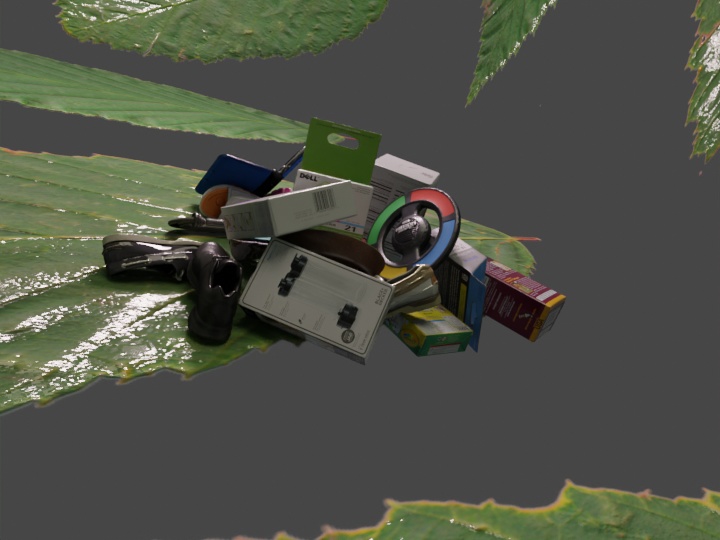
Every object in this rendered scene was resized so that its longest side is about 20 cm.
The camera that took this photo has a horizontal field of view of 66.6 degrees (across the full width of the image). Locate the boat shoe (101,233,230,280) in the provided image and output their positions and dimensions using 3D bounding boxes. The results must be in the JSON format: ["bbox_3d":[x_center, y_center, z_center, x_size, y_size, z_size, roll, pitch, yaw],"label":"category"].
[{"bbox_3d":[-0.299,-0.010,0.857,0.199,0.073,0.063,8,66,-40],"label":"boat shoe"}]

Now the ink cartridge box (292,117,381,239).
[{"bbox_3d":[-0.048,-0.173,1.029,0.147,0.201,0.076,12,11,-6],"label":"ink cartridge box"}]

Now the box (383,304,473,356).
[{"bbox_3d":[0.088,0.074,0.965,0.117,0.049,0.200,1,29,-36],"label":"box"}]

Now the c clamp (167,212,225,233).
[{"bbox_3d":[-0.246,-0.086,1.012,0.199,0.027,0.171,2,-1,-29],"label":"c clamp"}]

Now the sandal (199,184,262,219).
[{"bbox_3d":[-0.226,-0.120,1.134,0.206,0.079,0.059,12,21,-24],"label":"sandal"}]

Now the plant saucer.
[{"bbox_3d":[-0.059,-0.008,0.915,0.199,0.035,0.200,7,-22,3],"label":"plant saucer"}]

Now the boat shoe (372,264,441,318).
[{"bbox_3d":[0.028,0.042,0.873,0.199,0.069,0.075,-15,9,-15],"label":"boat shoe"}]

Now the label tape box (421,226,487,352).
[{"bbox_3d":[0.179,0.030,0.999,0.063,0.145,0.200,-18,37,-24],"label":"label tape box"}]

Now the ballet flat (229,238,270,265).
[{"bbox_3d":[-0.138,-0.034,0.998,0.199,0.072,0.072,2,24,-13],"label":"ballet flat"}]

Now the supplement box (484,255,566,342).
[{"bbox_3d":[0.307,0.053,1.144,0.200,0.086,0.110,31,24,29],"label":"supplement box"}]

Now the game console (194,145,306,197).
[{"bbox_3d":[-0.231,-0.214,1.166,0.118,0.200,0.171,46,57,-14],"label":"game console"}]

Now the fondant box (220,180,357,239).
[{"bbox_3d":[-0.120,-0.094,0.875,0.144,0.059,0.200,-18,11,-32],"label":"fondant box"}]

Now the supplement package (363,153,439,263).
[{"bbox_3d":[0.077,-0.147,1.288,0.147,0.201,0.191,22,22,8],"label":"supplement package"}]

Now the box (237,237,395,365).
[{"bbox_3d":[-0.062,0.043,0.801,0.199,0.117,0.060,21,-17,8],"label":"box"}]

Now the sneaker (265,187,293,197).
[{"bbox_3d":[-0.134,-0.130,1.251,0.199,0.088,0.082,7,60,13],"label":"sneaker"}]

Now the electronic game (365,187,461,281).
[{"bbox_3d":[0.092,-0.065,1.000,0.042,0.200,0.200,38,4,-42],"label":"electronic game"}]

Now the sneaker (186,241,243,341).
[{"bbox_3d":[-0.200,0.010,0.785,0.076,0.091,0.200,15,29,-29],"label":"sneaker"}]

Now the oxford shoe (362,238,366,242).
[{"bbox_3d":[-0.058,-0.042,1.091,0.199,0.075,0.070,11,11,-17],"label":"oxford shoe"}]
